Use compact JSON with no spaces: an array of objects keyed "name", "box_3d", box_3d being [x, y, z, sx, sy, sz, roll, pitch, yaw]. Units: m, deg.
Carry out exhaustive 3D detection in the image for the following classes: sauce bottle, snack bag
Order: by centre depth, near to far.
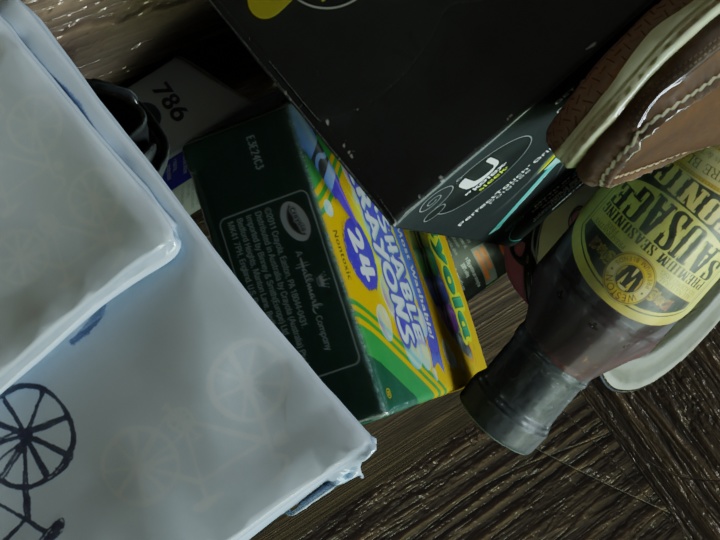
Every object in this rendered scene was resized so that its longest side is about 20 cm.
[{"name":"snack bag","box_3d":[-0.125,0.042,0.580,0.188,0.200,0.021,-38,-175,10]},{"name":"sauce bottle","box_3d":[0.119,-0.007,0.735,0.200,0.066,0.066,-53,166,14]}]

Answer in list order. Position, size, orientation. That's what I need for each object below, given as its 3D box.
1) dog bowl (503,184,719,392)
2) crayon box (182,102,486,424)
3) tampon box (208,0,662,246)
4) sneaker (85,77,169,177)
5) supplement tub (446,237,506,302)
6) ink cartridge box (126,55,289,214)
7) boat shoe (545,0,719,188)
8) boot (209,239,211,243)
[{"name":"dog bowl","box_3d":[0.148,-0.043,0.869,0.200,0.074,0.201,-39,147,-32]},{"name":"crayon box","box_3d":[0.000,0.000,0.761,0.051,0.126,0.200,-19,176,16]},{"name":"tampon box","box_3d":[0.055,-0.107,0.694,0.150,0.126,0.200,-41,168,12]},{"name":"sneaker","box_3d":[-0.087,-0.008,0.655,0.099,0.071,0.200,-47,139,14]},{"name":"supplement tub","box_3d":[0.048,-0.052,0.936,0.200,0.123,0.123,-36,170,-5]},{"name":"ink cartridge box","box_3d":[-0.115,-0.028,0.736,0.200,0.039,0.099,-33,169,-14]},{"name":"boat shoe","box_3d":[0.152,-0.074,0.613,0.202,0.075,0.075,-34,167,-31]},{"name":"boot","box_3d":[-0.070,0.055,0.883,0.200,0.075,0.108,110,-2,-74]}]
